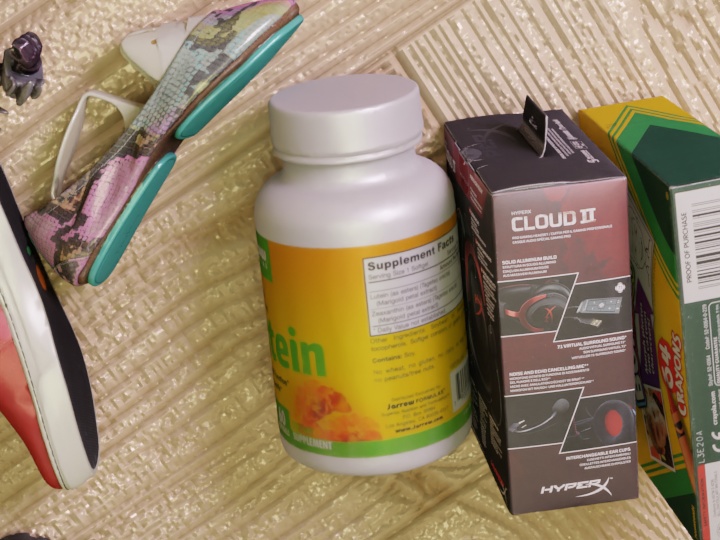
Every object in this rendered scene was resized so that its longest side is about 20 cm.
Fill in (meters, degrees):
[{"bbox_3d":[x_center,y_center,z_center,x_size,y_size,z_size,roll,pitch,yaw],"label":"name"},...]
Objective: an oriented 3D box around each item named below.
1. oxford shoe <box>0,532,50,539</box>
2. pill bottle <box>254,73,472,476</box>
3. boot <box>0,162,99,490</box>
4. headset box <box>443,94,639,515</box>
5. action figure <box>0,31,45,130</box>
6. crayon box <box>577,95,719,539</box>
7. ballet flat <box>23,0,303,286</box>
[{"bbox_3d":[-0.139,0.236,1.071,0.199,0.084,0.073,29,101,-16],"label":"oxford shoe"},{"bbox_3d":[0.000,0.000,0.995,0.110,0.111,0.202,-7,109,-4],"label":"pill bottle"},{"bbox_3d":[-0.236,0.045,1.006,0.143,0.072,0.201,-21,101,1],"label":"boot"},{"bbox_3d":[0.096,0.008,0.989,0.074,0.149,0.202,-7,108,-5],"label":"headset box"},{"bbox_3d":[-0.206,-0.156,0.944,0.130,0.069,0.201,31,105,-20],"label":"action figure"},{"bbox_3d":[0.174,0.023,0.990,0.058,0.173,0.202,-10,109,-7],"label":"crayon box"},{"bbox_3d":[-0.116,-0.083,0.984,0.071,0.069,0.200,40,101,3],"label":"ballet flat"}]
